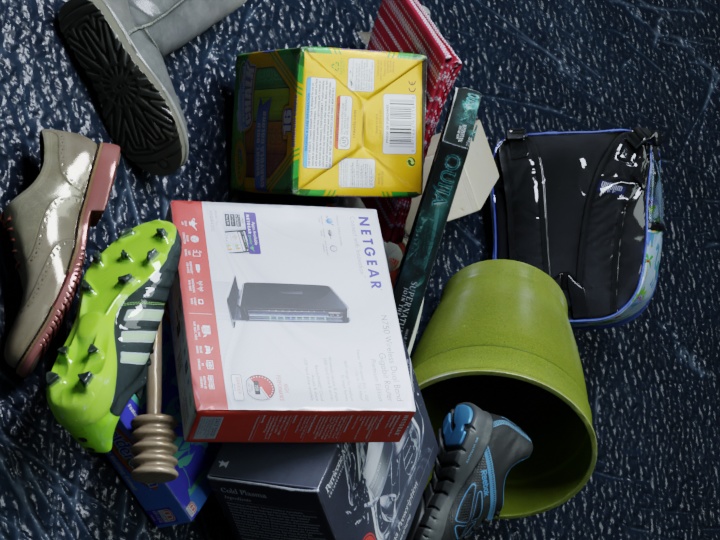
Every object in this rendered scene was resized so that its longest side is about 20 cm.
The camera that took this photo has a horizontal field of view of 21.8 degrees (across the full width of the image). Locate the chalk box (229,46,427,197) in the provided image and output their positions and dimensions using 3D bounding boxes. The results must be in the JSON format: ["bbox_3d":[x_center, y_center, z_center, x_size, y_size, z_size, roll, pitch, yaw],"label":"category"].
[{"bbox_3d":[-0.040,-0.128,1.640,0.123,0.200,0.126,0,92,-25],"label":"chalk box"}]

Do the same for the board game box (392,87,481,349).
[{"bbox_3d":[0.061,-0.045,1.624,0.136,0.028,0.202,-72,179,-63],"label":"board game box"}]

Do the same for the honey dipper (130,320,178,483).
[{"bbox_3d":[-0.161,0.065,1.464,0.038,0.038,0.202,22,58,-47],"label":"honey dipper"}]

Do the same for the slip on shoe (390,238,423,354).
[{"bbox_3d":[0.012,0.049,1.741,0.061,0.074,0.202,30,55,-27],"label":"slip on shoe"}]

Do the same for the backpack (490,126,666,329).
[{"bbox_3d":[0.232,-0.039,1.964,0.147,0.181,0.202,21,70,-70],"label":"backpack"}]

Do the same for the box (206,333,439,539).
[{"bbox_3d":[-0.025,0.163,1.577,0.183,0.103,0.201,70,32,-41],"label":"box"}]

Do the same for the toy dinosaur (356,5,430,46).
[{"bbox_3d":[0.008,-0.167,1.814,0.102,0.077,0.201,43,67,-19],"label":"toy dinosaur"}]

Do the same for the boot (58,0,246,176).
[{"bbox_3d":[-0.159,-0.199,1.608,0.183,0.072,0.200,66,31,-16],"label":"boot"}]

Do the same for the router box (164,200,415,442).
[{"bbox_3d":[-0.061,0.040,1.493,0.178,0.049,0.202,1,54,-18],"label":"router box"}]

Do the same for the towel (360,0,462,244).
[{"bbox_3d":[0.031,-0.141,1.658,0.022,0.201,0.145,-1,38,-26],"label":"towel"}]

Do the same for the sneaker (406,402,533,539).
[{"bbox_3d":[0.087,0.222,1.697,0.081,0.201,0.073,20,16,-22],"label":"sneaker"}]

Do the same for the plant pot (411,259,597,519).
[{"bbox_3d":[0.130,0.099,1.796,0.201,0.199,0.194,49,32,-31],"label":"plant pot"}]

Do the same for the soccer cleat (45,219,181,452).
[{"bbox_3d":[-0.184,0.047,1.424,0.081,0.067,0.201,70,31,-43],"label":"soccer cleat"}]

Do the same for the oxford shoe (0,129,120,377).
[{"bbox_3d":[-0.248,-0.015,1.442,0.074,0.070,0.202,20,64,-10],"label":"oxford shoe"}]

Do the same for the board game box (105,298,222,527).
[{"bbox_3d":[-0.146,0.086,1.538,0.153,0.045,0.200,57,40,-23],"label":"board game box"}]

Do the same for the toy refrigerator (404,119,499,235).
[{"bbox_3d":[0.083,-0.090,1.807,0.200,0.075,0.071,-54,124,-75],"label":"toy refrigerator"}]

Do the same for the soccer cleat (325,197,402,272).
[{"bbox_3d":[0.000,0.000,1.711,0.077,0.070,0.201,13,53,-7],"label":"soccer cleat"}]
